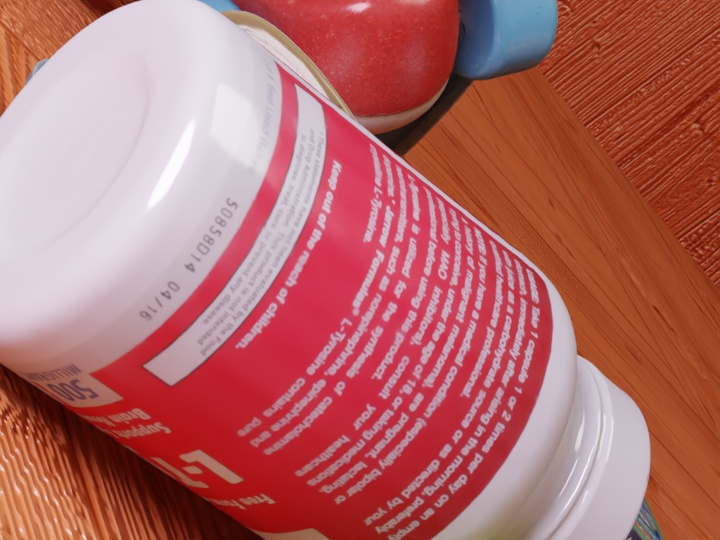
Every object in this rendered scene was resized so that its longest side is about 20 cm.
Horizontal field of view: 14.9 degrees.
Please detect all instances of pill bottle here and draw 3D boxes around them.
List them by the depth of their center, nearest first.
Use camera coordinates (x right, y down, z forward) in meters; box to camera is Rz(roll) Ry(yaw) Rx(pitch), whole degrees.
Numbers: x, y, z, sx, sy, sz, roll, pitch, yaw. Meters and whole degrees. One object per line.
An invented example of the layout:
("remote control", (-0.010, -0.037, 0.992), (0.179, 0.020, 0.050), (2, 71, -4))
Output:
("pill bottle", (-0.012, 0.020, 0.788), (0.200, 0.112, 0.112), (37, 16, -31))

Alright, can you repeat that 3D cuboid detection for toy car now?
("toy car", (-0.006, -0.175, 1.133), (0.184, 0.200, 0.177), (-14, 58, -31))

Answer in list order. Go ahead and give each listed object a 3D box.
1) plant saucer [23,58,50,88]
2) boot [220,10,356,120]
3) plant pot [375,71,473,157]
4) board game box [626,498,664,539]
("plant saucer", (-0.056, 0.016, 0.930), (0.200, 0.027, 0.200), (52, 10, -13))
("boot", (0.000, 0.000, 0.968), (0.200, 0.072, 0.155), (58, 10, -2))
("plant pot", (-0.020, -0.177, 1.360), (0.188, 0.200, 0.200), (36, 13, -12))
("board game box", (0.091, 0.077, 1.438), (0.200, 0.029, 0.135), (50, 11, -24))
